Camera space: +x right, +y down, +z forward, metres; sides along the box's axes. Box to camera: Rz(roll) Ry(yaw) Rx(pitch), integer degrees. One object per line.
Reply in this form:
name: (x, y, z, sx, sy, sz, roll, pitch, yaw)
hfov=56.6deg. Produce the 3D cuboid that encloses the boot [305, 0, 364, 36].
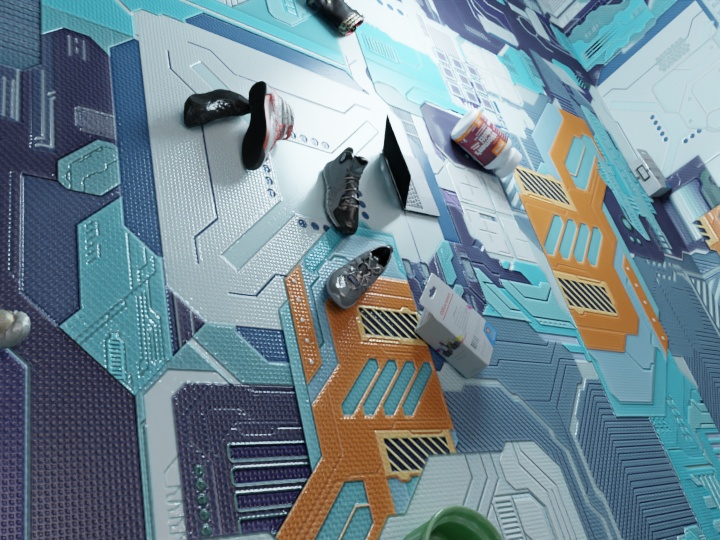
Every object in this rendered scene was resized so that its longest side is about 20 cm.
boot: (-0.051, -0.753, 1.899, 0.150, 0.073, 0.200, 43, 43, -5)

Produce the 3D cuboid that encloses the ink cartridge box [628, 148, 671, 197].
ink cartridge box: (1.200, -0.408, 2.799, 0.115, 0.068, 0.202, -3, 61, -45)

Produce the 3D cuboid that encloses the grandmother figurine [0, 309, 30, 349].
grandmother figurine: (-0.508, 0.056, 0.811, 0.198, 0.060, 0.123, 16, 57, -30)

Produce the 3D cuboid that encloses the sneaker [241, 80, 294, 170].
sneaker: (-0.184, -0.282, 1.386, 0.108, 0.067, 0.204, 31, 53, -52)

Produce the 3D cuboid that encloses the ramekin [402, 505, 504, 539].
ramekin: (0.144, 0.481, 1.041, 0.198, 0.098, 0.202, 25, 44, -26)

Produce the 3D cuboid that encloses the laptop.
laptop: (0.129, -0.249, 1.618, 0.198, 0.116, 0.189, 7, 55, -40)

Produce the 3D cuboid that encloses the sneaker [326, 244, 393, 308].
sneaker: (0.000, 0.000, 1.316, 0.075, 0.082, 0.200, 45, 39, -3)

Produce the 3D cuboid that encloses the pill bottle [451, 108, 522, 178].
pill bottle: (0.368, -0.366, 1.946, 0.199, 0.109, 0.110, 38, 40, -12)

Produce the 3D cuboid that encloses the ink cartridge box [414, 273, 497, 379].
ink cartridge box: (0.189, 0.115, 1.410, 0.200, 0.068, 0.115, 42, 39, -9)

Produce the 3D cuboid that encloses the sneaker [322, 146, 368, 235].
sneaker: (-0.023, -0.182, 1.418, 0.074, 0.115, 0.202, 12, 51, -36)

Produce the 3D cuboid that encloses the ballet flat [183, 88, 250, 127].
ballet flat: (-0.288, -0.329, 1.355, 0.066, 0.057, 0.199, 40, 30, 14)
